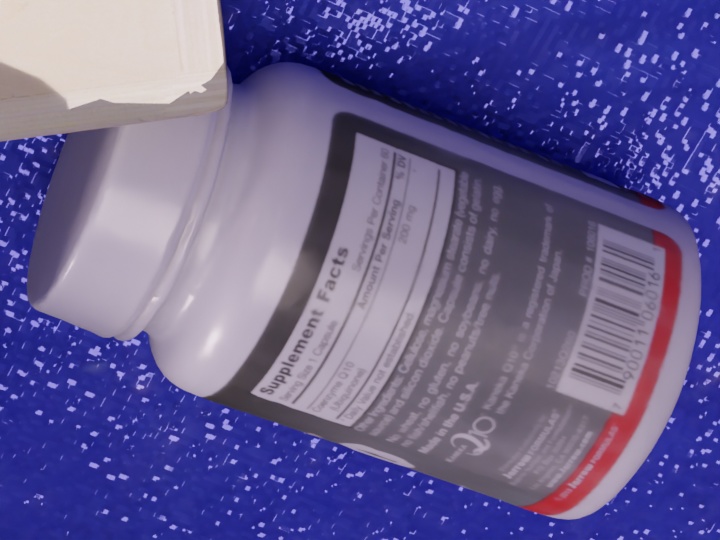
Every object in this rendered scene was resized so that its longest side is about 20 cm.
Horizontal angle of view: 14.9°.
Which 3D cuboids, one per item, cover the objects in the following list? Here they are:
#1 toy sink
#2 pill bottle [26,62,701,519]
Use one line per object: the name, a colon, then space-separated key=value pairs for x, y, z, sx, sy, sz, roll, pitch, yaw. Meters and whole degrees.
toy sink: x=-0.147 y=-0.110 z=0.816 sx=0.200 sy=0.130 sz=0.112 roll=-7 pitch=117 yaw=-4
pill bottle: x=0.000 y=0.000 z=0.899 sx=0.200 sy=0.114 sz=0.114 roll=20 pitch=111 yaw=-16
